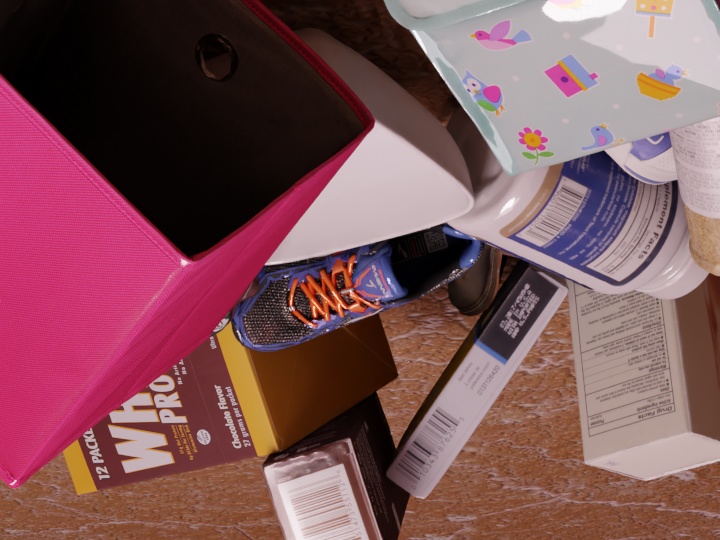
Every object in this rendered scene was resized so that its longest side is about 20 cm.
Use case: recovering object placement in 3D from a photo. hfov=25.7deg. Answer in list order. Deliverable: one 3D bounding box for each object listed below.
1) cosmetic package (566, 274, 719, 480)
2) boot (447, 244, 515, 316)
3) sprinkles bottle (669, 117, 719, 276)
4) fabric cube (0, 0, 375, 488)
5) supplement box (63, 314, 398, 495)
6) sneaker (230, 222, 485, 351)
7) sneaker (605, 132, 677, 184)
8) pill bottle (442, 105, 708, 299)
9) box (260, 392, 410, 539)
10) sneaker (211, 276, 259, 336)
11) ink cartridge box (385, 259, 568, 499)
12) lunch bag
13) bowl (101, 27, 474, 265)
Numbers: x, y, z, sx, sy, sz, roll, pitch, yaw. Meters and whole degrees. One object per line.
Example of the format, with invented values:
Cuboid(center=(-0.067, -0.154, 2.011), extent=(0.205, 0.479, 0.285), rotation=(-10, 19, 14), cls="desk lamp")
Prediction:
Cuboid(center=(0.229, 0.053, 1.241), extent=(0.103, 0.201, 0.087), rotation=(-21, 150, 39), cls="cosmetic package")
Cuboid(center=(0.073, -0.029, 1.236), extent=(0.097, 0.075, 0.200), rotation=(18, 153, -3), cls="boot")
Cuboid(center=(0.220, -0.090, 0.959), extent=(0.068, 0.068, 0.200), rotation=(-7, 127, 15), cls="sprinkles bottle")
Cuboid(center=(-0.150, -0.048, 0.838), extent=(0.199, 0.196, 0.200), rotation=(-50, 175, 37), cls="fabric cube")
Cuboid(center=(-0.115, 0.069, 1.252), extent=(0.199, 0.133, 0.197), rotation=(-15, -175, 31), cls="supplement box")
Cuboid(center=(0.000, 0.000, 1.109), extent=(0.199, 0.076, 0.078), rotation=(-27, -166, -3), cls="sneaker")
Cuboid(center=(0.257, -0.101, 1.051), extent=(0.199, 0.081, 0.115), rotation=(21, 136, -29), cls="sneaker")
Cuboid(center=(0.156, -0.049, 1.094), extent=(0.200, 0.111, 0.111), rotation=(22, 149, -34), cls="pill bottle")
Cuboid(center=(-0.014, 0.163, 1.209), extent=(0.075, 0.100, 0.200), rotation=(-18, -175, 6), cls="box")
Cuboid(center=(-0.160, 0.029, 1.073), extent=(0.199, 0.076, 0.116), rotation=(-13, 158, 16), cls="sneaker")
Cuboid(center=(0.096, 0.075, 1.277), extent=(0.047, 0.198, 0.200), rotation=(32, -173, 0), cls="ink cartridge box")
Cuboid(center=(0.106, -0.165, 0.813), extent=(0.170, 0.122, 0.200), rotation=(-14, 128, 36), cls="lunch bag")
Cuboid(center=(-0.047, -0.081, 1.006), extent=(0.199, 0.075, 0.200), rotation=(-15, 154, 30), cls="bowl")
